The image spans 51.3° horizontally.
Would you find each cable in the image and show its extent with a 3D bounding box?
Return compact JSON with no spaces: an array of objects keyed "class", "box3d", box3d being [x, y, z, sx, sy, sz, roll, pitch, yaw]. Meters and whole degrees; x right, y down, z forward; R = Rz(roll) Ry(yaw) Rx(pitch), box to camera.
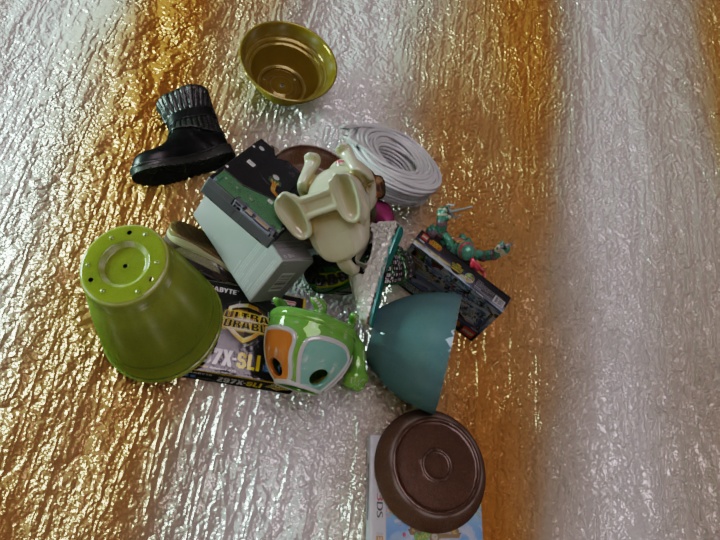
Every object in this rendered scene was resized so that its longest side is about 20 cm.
[{"class":"cable","box3d":[0.059,-0.203,1.448,0.200,0.070,0.199,48,36,20]}]

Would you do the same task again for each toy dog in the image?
[{"class":"toy dog","box3d":[-0.022,-0.113,1.217,0.195,0.138,0.201,56,26,-18]}]

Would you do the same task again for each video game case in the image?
[{"class":"video game case","box3d":[0.105,0.369,1.225,0.196,0.022,0.185,9,61,-15]}]

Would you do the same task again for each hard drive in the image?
[{"class":"hard drive","box3d":[-0.157,-0.129,1.219,0.139,0.038,0.200,40,31,-5]}]

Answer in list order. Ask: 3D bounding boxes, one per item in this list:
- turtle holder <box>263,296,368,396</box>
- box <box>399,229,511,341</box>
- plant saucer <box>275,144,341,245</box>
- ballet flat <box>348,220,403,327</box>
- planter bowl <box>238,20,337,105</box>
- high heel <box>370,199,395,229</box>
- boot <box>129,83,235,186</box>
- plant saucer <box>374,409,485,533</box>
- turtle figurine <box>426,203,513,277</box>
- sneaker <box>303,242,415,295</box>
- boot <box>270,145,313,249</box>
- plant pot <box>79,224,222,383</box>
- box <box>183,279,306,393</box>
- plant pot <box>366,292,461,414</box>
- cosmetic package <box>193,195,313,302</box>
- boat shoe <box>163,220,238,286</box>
[{"class":"turtle holder","box3d":[-0.074,0.129,1.187,0.139,0.186,0.134,5,71,24]},{"class":"box","box3d":[0.158,0.030,1.354,0.199,0.137,0.040,38,58,3]},{"class":"plant saucer","box3d":[-0.086,-0.129,1.341,0.197,0.037,0.204,11,63,-22]},{"class":"ballet flat","box3d":[0.017,0.003,1.245,0.071,0.072,0.203,23,61,-6]},{"class":"planter bowl","box3d":[-0.151,-0.394,1.501,0.197,0.084,0.204,8,62,-15]},{"class":"high heel","box3d":[-0.006,-0.121,1.417,0.095,0.068,0.201,-7,51,-33]},{"class":"boot","box3d":[-0.342,-0.246,1.356,0.209,0.079,0.160,-20,78,-38]},{"class":"plant saucer","box3d":[0.120,0.321,1.225,0.196,0.035,0.203,8,61,-14]},{"class":"turtle figurine","box3d":[0.186,-0.051,1.374,0.149,0.200,0.101,37,87,-9]},{"class":"sneaker","box3d":[0.000,0.000,1.324,0.196,0.085,0.079,-3,71,1]},{"class":"boot","box3d":[-0.111,-0.130,1.393,0.144,0.070,0.203,12,61,-20]},{"class":"plant pot","box3d":[-0.321,0.036,1.117,0.196,0.194,0.204,-1,61,2]},{"class":"box","box3d":[-0.196,0.108,1.243,0.196,0.049,0.162,12,62,-13]},{"class":"plant pot","box3d":[0.084,0.125,1.258,0.132,0.201,0.203,13,58,6]},{"class":"cosmetic package","box3d":[-0.181,-0.058,1.246,0.090,0.107,0.201,-3,53,-53]},{"class":"boat shoe","box3d":[-0.248,-0.013,1.279,0.198,0.065,0.074,33,26,-20]}]
